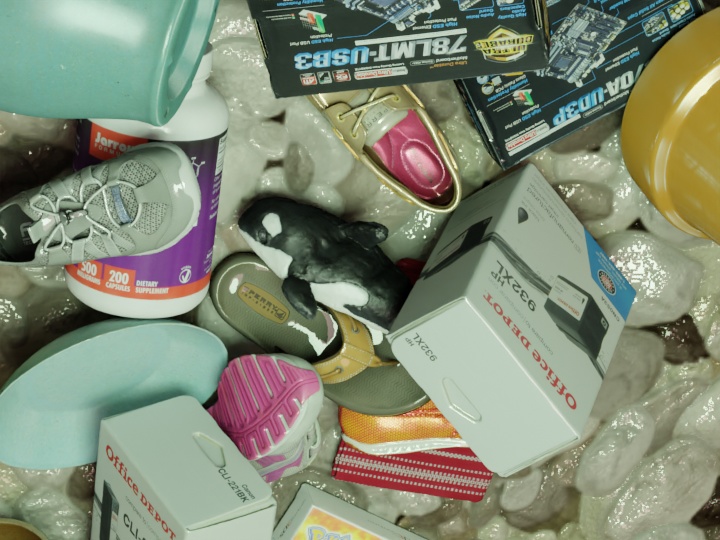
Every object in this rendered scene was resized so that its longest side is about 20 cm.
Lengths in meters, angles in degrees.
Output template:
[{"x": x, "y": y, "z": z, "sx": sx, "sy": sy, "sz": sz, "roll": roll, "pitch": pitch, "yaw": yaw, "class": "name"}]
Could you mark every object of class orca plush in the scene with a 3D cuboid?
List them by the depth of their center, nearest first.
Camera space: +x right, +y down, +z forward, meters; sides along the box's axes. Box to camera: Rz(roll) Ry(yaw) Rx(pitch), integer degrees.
[{"x": 0.000, "y": 0.000, "z": 1.623, "sx": 0.200, "sy": 0.105, "sz": 0.071, "roll": 46, "pitch": 128, "yaw": 15, "class": "orca plush"}]

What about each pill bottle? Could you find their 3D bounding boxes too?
[{"x": -0.158, "y": -0.073, "z": 1.572, "sx": 0.112, "sy": 0.113, "sz": 0.201, "roll": 2, "pitch": 113, "yaw": -14, "class": "pill bottle"}]

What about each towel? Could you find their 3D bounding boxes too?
[{"x": 0.066, "y": 0.093, "z": 1.751, "sx": 0.144, "sy": 0.023, "sz": 0.201, "roll": 11, "pitch": 111, "yaw": -18, "class": "towel"}]

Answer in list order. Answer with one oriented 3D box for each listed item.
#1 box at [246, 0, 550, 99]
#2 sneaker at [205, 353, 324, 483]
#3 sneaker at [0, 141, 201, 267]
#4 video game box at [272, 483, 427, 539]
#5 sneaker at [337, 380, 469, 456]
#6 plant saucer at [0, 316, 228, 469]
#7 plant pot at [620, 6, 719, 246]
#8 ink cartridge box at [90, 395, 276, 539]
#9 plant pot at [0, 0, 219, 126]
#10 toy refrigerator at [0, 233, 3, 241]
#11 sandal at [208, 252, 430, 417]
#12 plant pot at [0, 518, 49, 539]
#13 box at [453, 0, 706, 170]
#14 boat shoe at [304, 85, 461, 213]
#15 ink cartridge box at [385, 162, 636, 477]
[{"x": 0.017, "y": -0.212, "z": 1.409, "sx": 0.198, "sy": 0.050, "sz": 0.199, "roll": -5, "pitch": 135, "yaw": 12, "class": "box"}, {"x": -0.069, "y": 0.117, "z": 1.670, "sx": 0.088, "sy": 0.200, "sz": 0.082, "roll": -7, "pitch": 72, "yaw": -29, "class": "sneaker"}, {"x": -0.195, "y": -0.033, "z": 1.488, "sx": 0.199, "sy": 0.082, "sz": 0.075, "roll": -19, "pitch": 93, "yaw": 37, "class": "sneaker"}, {"x": -0.010, "y": 0.300, "z": 1.813, "sx": 0.199, "sy": 0.047, "sz": 0.183, "roll": 27, "pitch": 103, "yaw": -23, "class": "video game box"}, {"x": 0.081, "y": 0.102, "z": 1.709, "sx": 0.199, "sy": 0.073, "sz": 0.078, "roll": -5, "pitch": 106, "yaw": -15, "class": "sneaker"}, {"x": -0.202, "y": 0.085, "z": 1.639, "sx": 0.200, "sy": 0.039, "sz": 0.201, "roll": -19, "pitch": 151, "yaw": -11, "class": "plant saucer"}, {"x": 0.327, "y": -0.078, "z": 1.620, "sx": 0.199, "sy": 0.184, "sz": 0.201, "roll": -14, "pitch": 133, "yaw": -15, "class": "plant pot"}, {"x": -0.144, "y": 0.222, "z": 1.659, "sx": 0.083, "sy": 0.144, "sz": 0.201, "roll": -14, "pitch": 130, "yaw": -31, "class": "ink cartridge box"}, {"x": -0.197, "y": -0.190, "z": 1.430, "sx": 0.187, "sy": 0.200, "sz": 0.201, "roll": 19, "pitch": 110, "yaw": 4, "class": "plant pot"}, {"x": -0.349, "y": 0.032, "z": 1.596, "sx": 0.076, "sy": 0.070, "sz": 0.201, "roll": 26, "pitch": 106, "yaw": -23, "class": "toy refrigerator"}, {"x": -0.028, "y": 0.050, "z": 1.655, "sx": 0.199, "sy": 0.055, "sz": 0.082, "roll": 33, "pitch": 89, "yaw": 0, "class": "sandal"}, {"x": -0.273, "y": 0.333, "z": 1.705, "sx": 0.186, "sy": 0.187, "sz": 0.200, "roll": -31, "pitch": 132, "yaw": 1, "class": "plant pot"}, {"x": 0.161, "y": -0.193, "z": 1.633, "sx": 0.199, "sy": 0.046, "sz": 0.160, "roll": -28, "pitch": 117, "yaw": 0, "class": "box"}, {"x": 0.014, "y": -0.120, "z": 1.617, "sx": 0.074, "sy": 0.069, "sz": 0.200, "roll": -43, "pitch": 116, "yaw": 7, "class": "boat shoe"}, {"x": 0.119, "y": 0.035, "z": 1.619, "sx": 0.083, "sy": 0.200, "sz": 0.145, "roll": -30, "pitch": 108, "yaw": 34, "class": "ink cartridge box"}]
